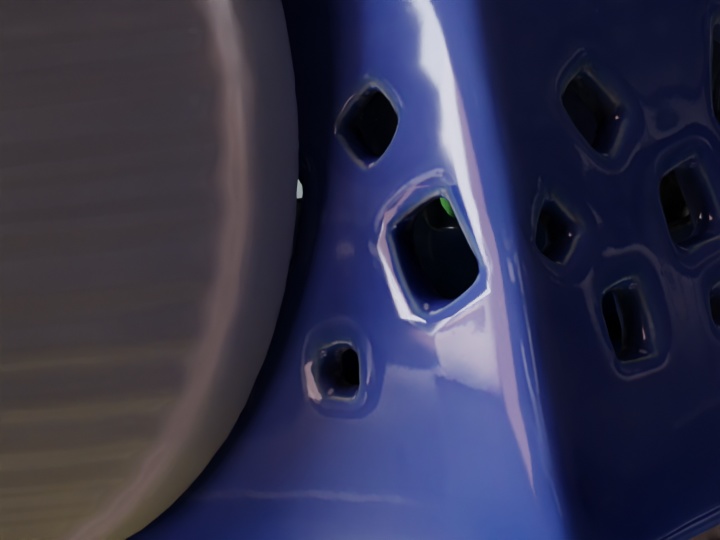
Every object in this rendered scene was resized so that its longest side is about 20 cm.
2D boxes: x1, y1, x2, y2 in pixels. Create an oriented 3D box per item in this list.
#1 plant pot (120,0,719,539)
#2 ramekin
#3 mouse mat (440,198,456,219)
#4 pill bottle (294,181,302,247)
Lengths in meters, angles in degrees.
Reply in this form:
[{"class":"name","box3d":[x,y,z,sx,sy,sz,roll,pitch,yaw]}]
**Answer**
[{"class":"plant pot","box3d":[0.014,-0.037,0.642,0.200,0.200,0.180,-5,99,42]},{"class":"ramekin","box3d":[-0.115,-0.029,0.567,0.202,0.094,0.203,8,103,41]},{"class":"mouse mat","box3d":[0.000,0.000,0.814,0.161,0.008,0.200,-35,79,47]},{"class":"pill bottle","box3d":[-0.053,0.070,0.810,0.109,0.109,0.200,34,127,46]}]
